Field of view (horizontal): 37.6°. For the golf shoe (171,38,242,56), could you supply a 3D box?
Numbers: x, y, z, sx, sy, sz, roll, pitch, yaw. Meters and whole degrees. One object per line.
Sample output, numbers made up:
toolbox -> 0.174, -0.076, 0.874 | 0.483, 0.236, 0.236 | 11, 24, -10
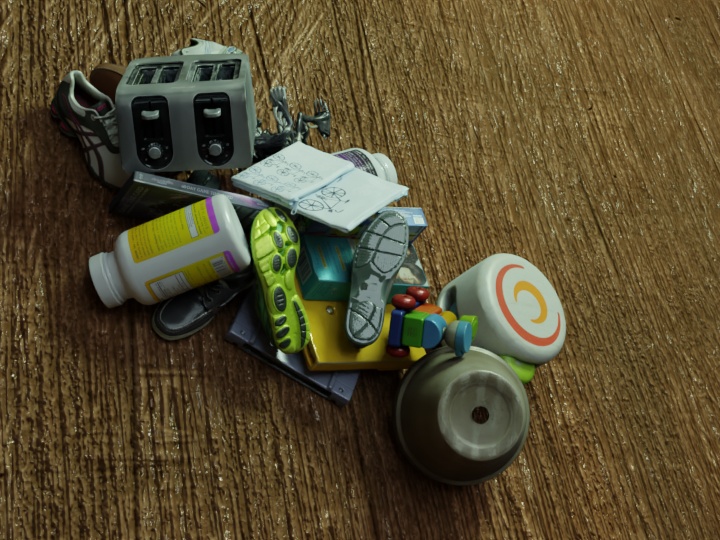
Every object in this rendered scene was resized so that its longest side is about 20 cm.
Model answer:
golf shoe -> -0.258, -0.302, 1.658 | 0.097, 0.079, 0.201 | 24, 33, -5

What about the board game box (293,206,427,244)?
board game box -> -0.017, -0.047, 1.593 | 0.199, 0.135, 0.035 | 0, 59, -31

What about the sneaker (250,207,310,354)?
sneaker -> -0.122, 0.015, 1.450 | 0.074, 0.083, 0.202 | -8, 91, -32

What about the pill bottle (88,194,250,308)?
pill bottle -> -0.253, -0.020, 1.403 | 0.199, 0.104, 0.105 | -21, 67, 1

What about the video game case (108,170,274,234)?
video game case -> -0.238, -0.088, 1.483 | 0.198, 0.143, 0.019 | 13, 70, -24

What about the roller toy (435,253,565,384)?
roller toy -> 0.214, 0.078, 1.645 | 0.183, 0.140, 0.200 | 53, 42, -1

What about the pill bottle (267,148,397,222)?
pill bottle -> -0.040, -0.125, 1.647 | 0.199, 0.113, 0.113 | -19, 70, -38

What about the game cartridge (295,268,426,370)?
game cartridge -> -0.011, 0.067, 1.552 | 0.199, 0.032, 0.177 | 4, 52, -36

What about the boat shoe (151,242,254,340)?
boat shoe -> -0.205, 0.020, 1.467 | 0.200, 0.065, 0.072 | -36, 77, -31

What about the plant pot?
plant pot -> 0.148, 0.199, 1.450 | 0.198, 0.174, 0.202 | 0, 83, -4

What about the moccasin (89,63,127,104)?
moccasin -> -0.323, -0.229, 1.579 | 0.201, 0.074, 0.078 | 45, 39, -10

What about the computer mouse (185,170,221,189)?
computer mouse -> -0.221, -0.153, 1.606 | 0.058, 0.034, 0.201 | 29, 47, -9

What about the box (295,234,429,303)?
box -> 0.000, 0.000, 1.556 | 0.199, 0.049, 0.083 | 3, 53, -35

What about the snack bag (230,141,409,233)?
snack bag -> -0.054, -0.121, 1.503 | 0.199, 0.022, 0.188 | 25, 32, 21

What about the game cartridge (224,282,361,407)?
game cartridge -> -0.084, 0.095, 1.527 | 0.199, 0.038, 0.130 | 31, 53, -10

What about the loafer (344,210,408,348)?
loafer -> 0.016, 0.013, 1.492 | 0.071, 0.063, 0.202 | 17, 73, -2

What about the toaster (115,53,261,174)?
toaster -> -0.233, -0.219, 1.462 | 0.179, 0.120, 0.200 | -2, 27, -1

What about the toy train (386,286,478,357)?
toy train -> 0.117, 0.073, 1.514 | 0.115, 0.085, 0.200 | 10, 11, 18

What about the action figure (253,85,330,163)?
action figure -> -0.134, -0.219, 1.643 | 0.200, 0.118, 0.103 | -25, 86, -56

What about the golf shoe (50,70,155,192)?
golf shoe -> -0.366, -0.193, 1.510 | 0.200, 0.088, 0.077 | 46, 56, 4
